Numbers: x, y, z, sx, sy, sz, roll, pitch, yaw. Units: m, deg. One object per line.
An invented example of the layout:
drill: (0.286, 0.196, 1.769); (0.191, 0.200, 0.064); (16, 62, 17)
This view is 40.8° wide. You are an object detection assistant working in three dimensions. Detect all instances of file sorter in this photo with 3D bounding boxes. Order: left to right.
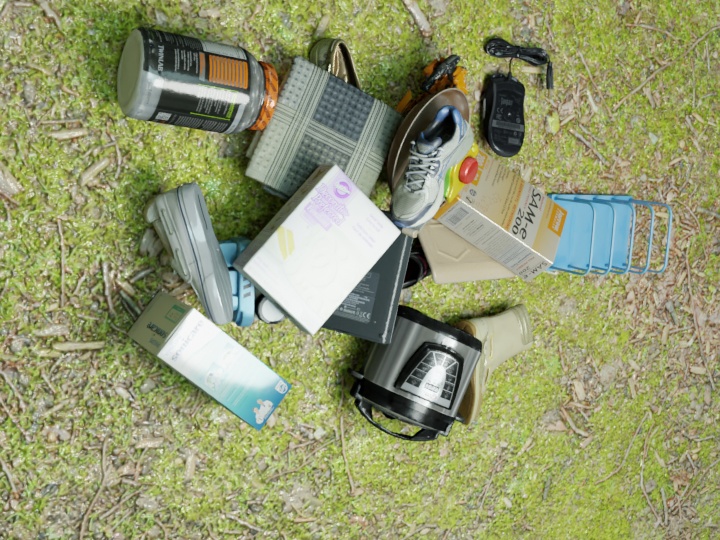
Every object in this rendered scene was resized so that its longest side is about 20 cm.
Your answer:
file sorter: (0.448, -0.062, 1.750); (0.199, 0.123, 0.139); (-2, 101, -30)

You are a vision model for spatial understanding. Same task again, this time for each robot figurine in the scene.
robot figurine: (0.101, -0.251, 1.532); (0.200, 0.058, 0.145); (-54, 155, -15)

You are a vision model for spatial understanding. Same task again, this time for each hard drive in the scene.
hard drive: (0.000, 0.000, 1.503); (0.033, 0.139, 0.201); (3, 100, -69)

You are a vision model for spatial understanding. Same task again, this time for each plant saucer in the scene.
plant saucer: (0.099, -0.190, 1.487); (0.200, 0.032, 0.201); (-42, 149, -33)

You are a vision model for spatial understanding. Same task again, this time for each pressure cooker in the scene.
pressure cooker: (0.089, 0.172, 1.558); (0.179, 0.175, 0.201); (29, 85, -56)

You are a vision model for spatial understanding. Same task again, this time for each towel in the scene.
towel: (-0.056, -0.185, 1.427); (0.192, 0.035, 0.201); (26, 82, -17)

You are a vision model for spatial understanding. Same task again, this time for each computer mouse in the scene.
computer mouse: (0.266, -0.289, 1.651); (0.140, 0.046, 0.201); (0, 88, -26)

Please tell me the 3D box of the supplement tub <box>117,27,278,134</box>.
supplement tub: (-0.222, -0.255, 1.330); (0.199, 0.122, 0.123); (6, 96, -31)

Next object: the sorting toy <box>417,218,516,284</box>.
sorting toy: (0.159, -0.074, 1.587); (0.185, 0.036, 0.201); (-4, 67, -33)

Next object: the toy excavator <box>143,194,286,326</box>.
toy excavator: (-0.211, -0.013, 1.406); (0.199, 0.100, 0.195); (-2, 99, -21)

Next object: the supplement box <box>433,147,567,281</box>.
supplement box: (0.228, -0.092, 1.567); (0.200, 0.074, 0.126); (33, 52, -12)

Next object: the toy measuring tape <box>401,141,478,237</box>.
toy measuring tape: (0.122, -0.137, 1.462); (0.200, 0.073, 0.074); (-49, 119, -29)

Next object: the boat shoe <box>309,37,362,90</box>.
boat shoe: (-0.028, -0.253, 1.476); (0.073, 0.063, 0.201); (-25, 111, -24)

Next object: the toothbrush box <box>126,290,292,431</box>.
toothbrush box: (-0.218, 0.128, 1.390); (0.200, 0.146, 0.085); (41, 78, -28)

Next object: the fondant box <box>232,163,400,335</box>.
fondant box: (-0.061, -0.031, 1.378); (0.144, 0.058, 0.200); (45, 78, -20)

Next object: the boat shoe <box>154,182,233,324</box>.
boat shoe: (-0.230, -0.019, 1.339); (0.067, 0.074, 0.201); (-14, 90, 10)

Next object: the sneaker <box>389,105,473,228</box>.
sneaker: (0.093, -0.156, 1.402); (0.200, 0.077, 0.085); (-62, 155, -18)

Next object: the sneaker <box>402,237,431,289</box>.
sneaker: (0.095, -0.009, 1.579); (0.200, 0.084, 0.077); (-27, 112, -23)

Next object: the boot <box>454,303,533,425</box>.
boot: (0.229, 0.163, 1.696); (0.155, 0.073, 0.201); (-16, 117, -36)
